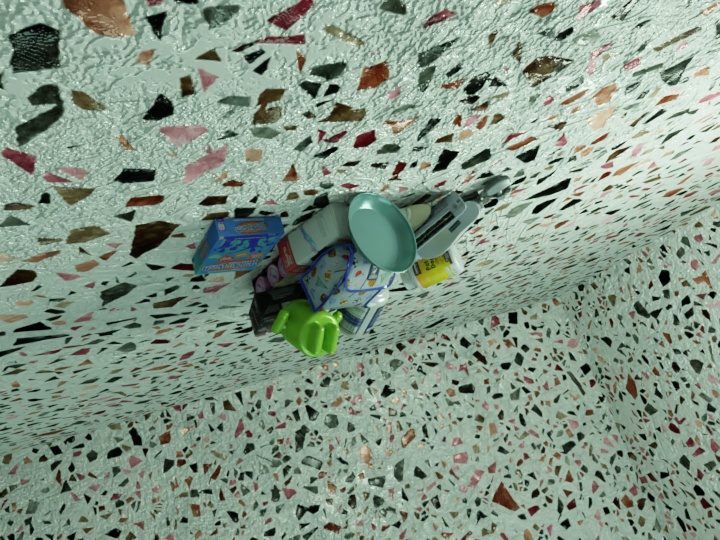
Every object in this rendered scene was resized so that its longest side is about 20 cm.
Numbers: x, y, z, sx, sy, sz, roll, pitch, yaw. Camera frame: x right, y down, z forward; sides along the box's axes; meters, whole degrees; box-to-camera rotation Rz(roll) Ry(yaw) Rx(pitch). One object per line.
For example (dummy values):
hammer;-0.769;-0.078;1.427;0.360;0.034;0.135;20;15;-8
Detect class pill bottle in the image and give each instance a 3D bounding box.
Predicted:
pill bottle;0.234;-0.008;1.761;0.200;0.110;0.109;-25;162;20
pill bottle;0.010;0.080;1.430;0.111;0.111;0.200;-6;138;-36

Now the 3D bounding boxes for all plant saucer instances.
plant saucer;0.042;-0.079;1.181;0.200;0.201;0.036;-2;157;-43

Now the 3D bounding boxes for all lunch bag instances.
lunch bag;-0.017;0.007;1.248;0.170;0.124;0.200;-3;146;-45

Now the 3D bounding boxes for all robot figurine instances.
robot figurine;-0.130;0.140;1.310;0.175;0.116;0.200;2;-167;-33

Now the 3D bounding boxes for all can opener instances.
can opener;0.296;-0.193;1.381;0.199;0.053;0.067;-22;131;12

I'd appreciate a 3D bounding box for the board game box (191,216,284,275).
board game box;-0.279;-0.054;1.192;0.152;0.045;0.200;-7;160;-34

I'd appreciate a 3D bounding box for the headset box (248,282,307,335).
headset box;-0.228;0.112;1.478;0.148;0.075;0.200;-13;163;-21

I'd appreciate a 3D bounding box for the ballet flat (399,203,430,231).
ballet flat;0.082;-0.111;1.320;0.200;0.070;0.069;-33;158;28

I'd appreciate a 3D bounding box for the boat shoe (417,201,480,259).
boat shoe;0.231;-0.103;1.371;0.200;0.071;0.070;-45;168;18

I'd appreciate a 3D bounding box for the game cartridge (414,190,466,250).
game cartridge;0.174;-0.116;1.326;0.200;0.040;0.133;-40;-164;14

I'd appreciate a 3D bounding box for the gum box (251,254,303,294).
gum box;-0.199;0.013;1.444;0.113;0.066;0.200;-5;159;-40

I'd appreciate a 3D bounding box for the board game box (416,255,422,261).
board game box;0.220;-0.101;1.513;0.199;0.062;0.200;-19;166;-13

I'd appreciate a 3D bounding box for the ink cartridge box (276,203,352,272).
ink cartridge box;-0.081;-0.071;1.280;0.200;0.083;0.145;-31;159;37

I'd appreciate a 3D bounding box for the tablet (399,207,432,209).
tablet;0.099;-0.133;1.396;0.199;0.014;0.130;-7;159;-35
